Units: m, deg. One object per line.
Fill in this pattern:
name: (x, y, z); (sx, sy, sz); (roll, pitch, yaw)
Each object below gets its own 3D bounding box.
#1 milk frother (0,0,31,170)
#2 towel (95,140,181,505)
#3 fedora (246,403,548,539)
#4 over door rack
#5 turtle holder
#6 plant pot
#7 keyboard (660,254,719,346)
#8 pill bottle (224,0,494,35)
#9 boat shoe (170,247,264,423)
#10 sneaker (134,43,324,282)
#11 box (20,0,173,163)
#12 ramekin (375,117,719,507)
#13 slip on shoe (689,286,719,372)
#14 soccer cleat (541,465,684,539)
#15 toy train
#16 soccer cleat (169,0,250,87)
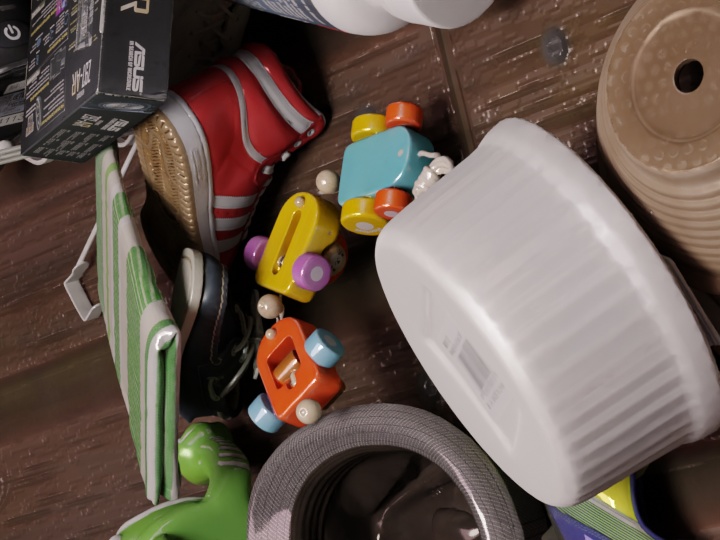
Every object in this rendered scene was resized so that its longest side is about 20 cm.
milk frother: (-0.283, -0.166, 1.802); (0.200, 0.180, 0.189); (-39, 72, 36)
towel: (-0.139, 0.026, 1.650); (0.200, 0.023, 0.153); (-110, 17, -47)
fedora: (0.035, 0.163, 1.576); (0.200, 0.090, 0.178); (-20, 83, 40)
over door rack: (-0.229, -0.043, 1.768); (0.067, 0.147, 0.200); (47, 135, 32)
turtle holder: (-0.117, 0.204, 1.715); (0.132, 0.141, 0.186); (-1, 107, 64)
plant pot: (0.190, -0.089, 1.329); (0.200, 0.093, 0.202); (-10, 74, 37)
keyboard: (0.135, 0.000, 1.429); (0.056, 0.011, 0.200); (62, 167, -19)
pill bottle: (-0.012, -0.202, 1.547); (0.200, 0.119, 0.120); (20, 110, 44)
boat shoe: (-0.092, 0.046, 1.662); (0.200, 0.062, 0.075); (105, 174, -60)
sneaker: (-0.081, -0.063, 1.686); (0.071, 0.112, 0.200); (44, 155, 24)
box: (-0.159, -0.162, 1.602); (0.200, 0.043, 0.161); (156, 119, -68)
ramekin: (0.094, 0.029, 1.402); (0.201, 0.098, 0.201); (52, 168, 16)
slip on shoe: (0.207, 0.028, 1.398); (0.200, 0.060, 0.076); (58, 174, 42)
soccer cleat: (0.125, 0.096, 1.506); (0.084, 0.065, 0.201); (-32, 66, 14)
toy train: (0.000, 0.000, 1.572); (0.200, 0.056, 0.150); (-51, 39, 19)
soccer cleat: (-0.091, -0.185, 1.677); (0.077, 0.069, 0.201); (20, 108, 41)
